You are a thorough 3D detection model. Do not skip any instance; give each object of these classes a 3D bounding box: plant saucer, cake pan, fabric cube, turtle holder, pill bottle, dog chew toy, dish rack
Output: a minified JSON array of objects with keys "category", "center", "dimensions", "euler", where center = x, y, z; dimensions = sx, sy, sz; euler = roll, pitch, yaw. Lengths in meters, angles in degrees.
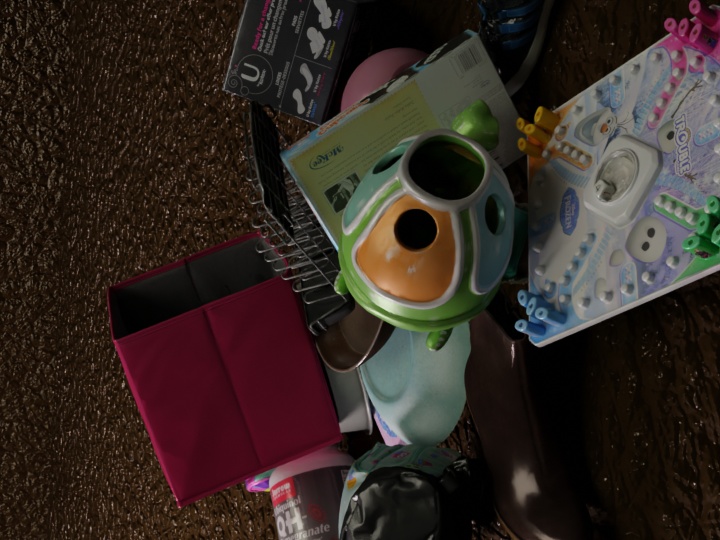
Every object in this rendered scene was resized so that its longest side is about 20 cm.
[{"category":"plant saucer","center":[0.040,0.076,1.029],"dimensions":[0.200,0.038,0.205],"euler":[6,96,62]},{"category":"cake pan","center":[-0.036,0.096,1.186],"dimensions":[0.200,0.036,0.203],"euler":[162,91,-80]},{"category":"fabric cube","center":[-0.153,0.100,1.152],"dimensions":[0.196,0.197,0.202],"euler":[-137,27,-69]},{"category":"plant saucer","center":[0.000,0.000,1.032],"dimensions":[0.200,0.034,0.204],"euler":[-23,64,61]},{"category":"turtle holder","center":[0.068,-0.044,0.818],"dimensions":[0.141,0.184,0.133],"euler":[47,147,26]},{"category":"pill bottle","center":[-0.047,0.280,1.215],"dimensions":[0.111,0.109,0.203],"euler":[-48,50,52]},{"category":"dog chew toy","center":[0.025,-0.144,1.063],"dimensions":[0.200,0.123,0.127],"euler":[148,118,-67]},{"category":"dish rack","center":[-0.066,-0.052,0.959],"dimensions":[0.200,0.054,0.155],"euler":[53,-161,-51]}]

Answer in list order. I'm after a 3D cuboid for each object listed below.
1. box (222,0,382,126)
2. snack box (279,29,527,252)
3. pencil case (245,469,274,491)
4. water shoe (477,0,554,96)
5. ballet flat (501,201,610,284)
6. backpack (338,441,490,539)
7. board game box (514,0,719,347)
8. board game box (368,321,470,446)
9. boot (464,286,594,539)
[{"category":"box","center":[-0.057,-0.245,1.105],"dimensions":[0.200,0.113,0.134],"euler":[-64,-8,-72]},{"category":"snack box","center":[0.042,-0.105,0.908],"dimensions":[0.117,0.198,0.037],"euler":[58,179,-21]},{"category":"pencil case","center":[-0.132,0.197,1.410],"dimensions":[0.088,0.087,0.203],"euler":[-42,56,55]},{"category":"water shoe","center":[0.126,-0.238,0.899],"dimensions":[0.072,0.078,0.202],"euler":[63,143,41]},{"category":"ballet flat","center":[0.158,-0.014,0.856],"dimensions":[0.199,0.063,0.077],"euler":[17,86,61]},{"category":"backpack","center":[0.047,0.227,0.947],"dimensions":[0.200,0.125,0.170],"euler":[-20,-58,-75]},{"category":"board game box","center":[0.185,-0.068,0.754],"dimensions":[0.199,0.026,0.203],"euler":[-32,45,48]},{"category":"board game box","center":[0.045,0.055,1.104],"dimensions":[0.201,0.041,0.201],"euler":[63,143,40]},{"category":"boot","center":[0.131,0.124,0.857],"dimensions":[0.201,0.071,0.168],"euler":[-117,13,-52]}]
